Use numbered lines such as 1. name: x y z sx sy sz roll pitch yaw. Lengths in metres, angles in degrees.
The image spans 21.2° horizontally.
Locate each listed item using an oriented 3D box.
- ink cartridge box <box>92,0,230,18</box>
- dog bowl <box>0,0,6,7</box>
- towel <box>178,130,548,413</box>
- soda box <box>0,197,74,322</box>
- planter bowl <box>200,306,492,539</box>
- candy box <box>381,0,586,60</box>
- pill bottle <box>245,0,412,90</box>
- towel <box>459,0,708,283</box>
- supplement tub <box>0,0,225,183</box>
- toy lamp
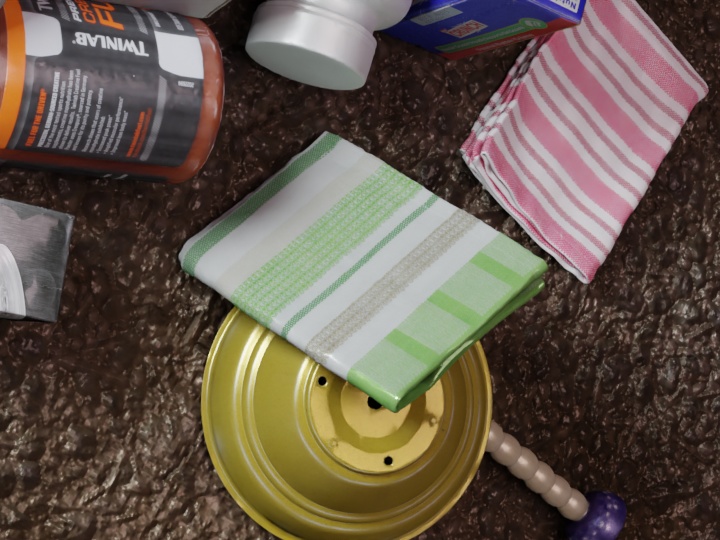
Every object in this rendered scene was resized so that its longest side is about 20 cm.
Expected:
1. ink cartridge box: -0.142 -0.266 1.169 0.144 0.084 0.201 5 72 -31
2. dog bowl: -0.279 -0.213 1.062 0.199 0.059 0.201 -1 76 2
3. towel: 0.000 0.000 1.224 0.149 0.200 0.031 -40 144 -23
4. soda box: -0.272 -0.020 1.122 0.199 0.063 0.071 13 82 -30
5. planter bowl: 0.001 0.084 1.242 0.199 0.083 0.202 1 85 -13
6. candy box: 0.098 -0.255 1.290 0.077 0.169 0.201 20 80 -26
7. pill bottle: -0.008 -0.226 1.258 0.111 0.111 0.201 22 78 -29
8. towel: 0.170 -0.111 1.414 0.146 0.030 0.200 44 68 -24
9. supplement tub: -0.188 -0.112 1.149 0.199 0.107 0.108 5 87 -32
10. toy lamp: 0.104 0.129 1.354 0.200 0.058 0.058 40 70 -24
